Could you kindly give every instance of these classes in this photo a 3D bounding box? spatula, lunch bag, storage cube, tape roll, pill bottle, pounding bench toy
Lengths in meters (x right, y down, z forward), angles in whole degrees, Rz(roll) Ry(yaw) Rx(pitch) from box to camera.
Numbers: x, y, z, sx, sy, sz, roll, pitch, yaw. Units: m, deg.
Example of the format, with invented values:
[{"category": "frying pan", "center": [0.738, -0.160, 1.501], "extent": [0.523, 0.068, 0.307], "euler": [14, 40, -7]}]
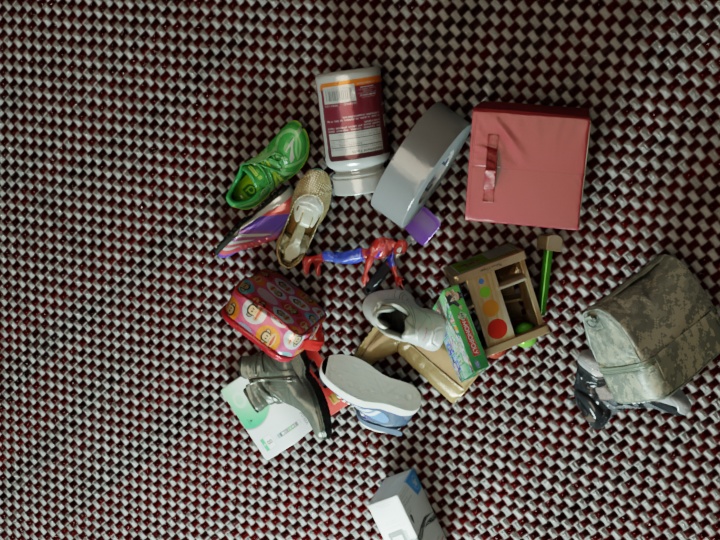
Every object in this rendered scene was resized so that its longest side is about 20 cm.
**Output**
[{"category": "spatula", "center": [0.065, -0.030, 1.777], "extent": [0.056, 0.020, 0.201], "euler": [44, 112, 10]}, {"category": "lunch bag", "center": [0.455, 0.088, 1.584], "extent": [0.170, 0.198, 0.139], "euler": [62, 156, -5]}, {"category": "storage cube", "center": [0.264, -0.168, 1.590], "extent": [0.176, 0.200, 0.175], "euler": [6, 104, 10]}, {"category": "tape roll", "center": [0.098, -0.170, 1.638], "extent": [0.066, 0.200, 0.202], "euler": [34, 110, 6]}, {"category": "lunch bag", "center": [-0.136, 0.082, 1.774], "extent": [0.175, 0.200, 0.083], "euler": [35, 106, 7]}, {"category": "pill bottle", "center": [-0.009, -0.234, 1.704], "extent": [0.112, 0.114, 0.204], "euler": [-3, 102, 18]}, {"category": "pounding bench toy", "center": [0.258, 0.043, 1.673], "extent": [0.196, 0.124, 0.159], "euler": [-20, 98, -1]}]

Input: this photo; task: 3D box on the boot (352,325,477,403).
[{"category": "boot", "center": [0.096, 0.166, 1.790], "extent": [0.199, 0.066, 0.176], "euler": [39, 111, 5]}]

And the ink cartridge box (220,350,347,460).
[{"category": "ink cartridge box", "center": [-0.141, 0.237, 1.893], "extent": [0.199, 0.050, 0.162], "euler": [-34, 91, 24]}]

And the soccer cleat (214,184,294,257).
[{"category": "soccer cleat", "center": [-0.181, -0.071, 1.827], "extent": [0.199, 0.068, 0.073], "euler": [-36, 102, 22]}]

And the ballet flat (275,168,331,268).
[{"category": "ballet flat", "center": [-0.097, -0.081, 1.747], "extent": [0.069, 0.066, 0.202], "euler": [14, 129, -9]}]

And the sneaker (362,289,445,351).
[{"category": "sneaker", "center": [0.052, 0.071, 1.681], "extent": [0.199, 0.098, 0.080], "euler": [19, 95, 54]}]

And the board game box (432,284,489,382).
[{"category": "board game box", "center": [0.160, 0.107, 1.653], "extent": [0.029, 0.200, 0.137], "euler": [-19, 81, -4]}]

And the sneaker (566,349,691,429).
[{"category": "sneaker", "center": [0.441, 0.218, 1.687], "extent": [0.197, 0.075, 0.116], "euler": [24, 110, 17]}]

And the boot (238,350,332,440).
[{"category": "boot", "center": [-0.138, 0.232, 1.855], "extent": [0.129, 0.068, 0.203], "euler": [-24, 85, 10]}]

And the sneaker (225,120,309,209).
[{"category": "sneaker", "center": [-0.162, -0.176, 1.783], "extent": [0.074, 0.084, 0.200], "euler": [45, 111, 4]}]

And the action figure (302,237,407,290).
[{"category": "action figure", "center": [0.000, 0.000, 1.766], "extent": [0.197, 0.065, 0.101], "euler": [-16, 82, 28]}]

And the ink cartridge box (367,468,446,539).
[{"category": "ink cartridge box", "center": [0.097, 0.480, 1.835], "extent": [0.067, 0.116, 0.203], "euler": [-23, 96, 22]}]

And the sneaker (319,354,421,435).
[{"category": "sneaker", "center": [-0.002, 0.230, 1.796], "extent": [0.197, 0.082, 0.147], "euler": [22, 145, -13]}]
